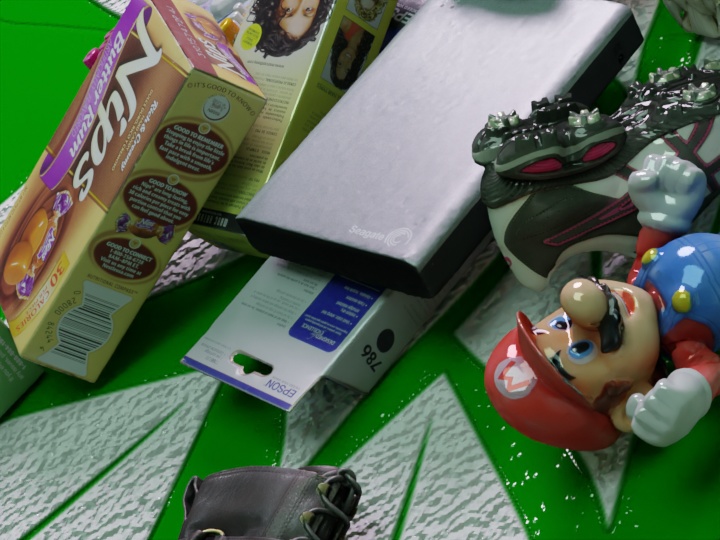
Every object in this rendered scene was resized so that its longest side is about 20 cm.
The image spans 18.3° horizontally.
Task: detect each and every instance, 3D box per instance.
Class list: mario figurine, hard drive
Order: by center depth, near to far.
[{"bbox_3d":[0.146,0.009,1.044,0.199,0.106,0.123,-30,8,-4],"label":"mario figurine"},{"bbox_3d":[0.043,-0.075,1.208,0.139,0.033,0.200,15,56,43],"label":"hard drive"}]

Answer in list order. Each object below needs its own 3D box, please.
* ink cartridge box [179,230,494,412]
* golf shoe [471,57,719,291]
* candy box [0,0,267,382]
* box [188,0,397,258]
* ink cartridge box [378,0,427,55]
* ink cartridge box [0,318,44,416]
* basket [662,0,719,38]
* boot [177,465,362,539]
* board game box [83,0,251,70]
[{"bbox_3d":[0.000,0.000,1.219,0.099,0.039,0.200,22,64,46],"label":"ink cartridge box"},{"bbox_3d":[0.156,-0.055,1.141,0.199,0.088,0.077,-14,18,-8],"label":"golf shoe"},{"bbox_3d":[-0.139,-0.051,1.291,0.200,0.056,0.117,-58,33,18],"label":"candy box"},{"bbox_3d":[-0.040,-0.108,1.298,0.075,0.050,0.201,11,78,43],"label":"box"},{"bbox_3d":[0.042,-0.181,1.360,0.200,0.039,0.099,-49,41,-15],"label":"ink cartridge box"},{"bbox_3d":[-0.304,0.074,1.280,0.200,0.146,0.084,-48,42,-14],"label":"ink cartridge box"},{"bbox_3d":[0.238,-0.226,1.199,0.123,0.136,0.200,13,59,46],"label":"basket"},{"bbox_3d":[-0.045,0.166,1.059,0.199,0.069,0.174,4,53,41],"label":"boot"},{"bbox_3d":[-0.074,-0.194,1.436,0.200,0.026,0.200,-50,24,-16],"label":"board game box"}]
